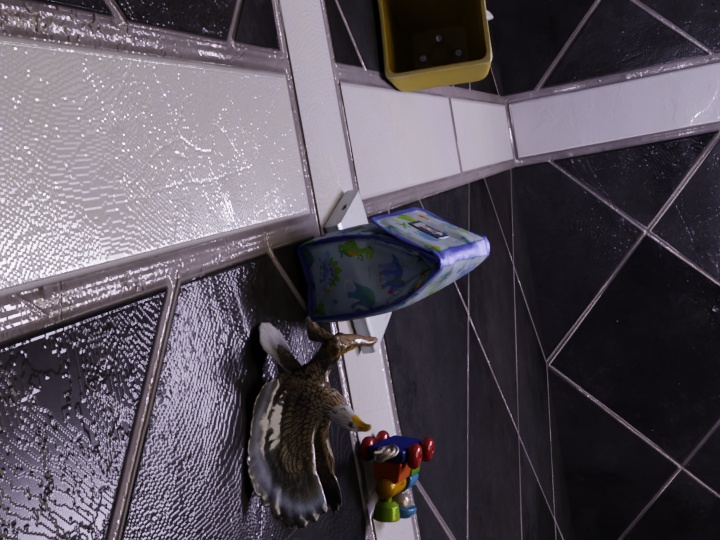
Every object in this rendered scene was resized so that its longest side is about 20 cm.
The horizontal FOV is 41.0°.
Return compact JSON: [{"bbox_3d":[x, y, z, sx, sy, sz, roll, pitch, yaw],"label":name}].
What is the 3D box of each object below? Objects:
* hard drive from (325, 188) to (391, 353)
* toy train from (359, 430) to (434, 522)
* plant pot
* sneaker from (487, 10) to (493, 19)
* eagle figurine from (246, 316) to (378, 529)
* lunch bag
[{"bbox_3d":[0.000,0.000,1.397,0.132,0.026,0.202,-64,142,-61],"label":"hard drive"},{"bbox_3d":[0.037,0.289,1.307,0.200,0.084,0.117,7,88,-72],"label":"toy train"},{"bbox_3d":[0.144,-0.434,1.807,0.200,0.192,0.198,40,43,-77],"label":"plant pot"},{"bbox_3d":[0.314,-0.728,2.672,0.089,0.075,0.200,68,20,-2],"label":"sneaker"},{"bbox_3d":[-0.054,0.161,1.040,0.150,0.151,0.202,18,94,-27],"label":"eagle figurine"},{"bbox_3d":[0.046,-0.010,1.221,0.170,0.198,0.129,-18,100,-60],"label":"lunch bag"}]
